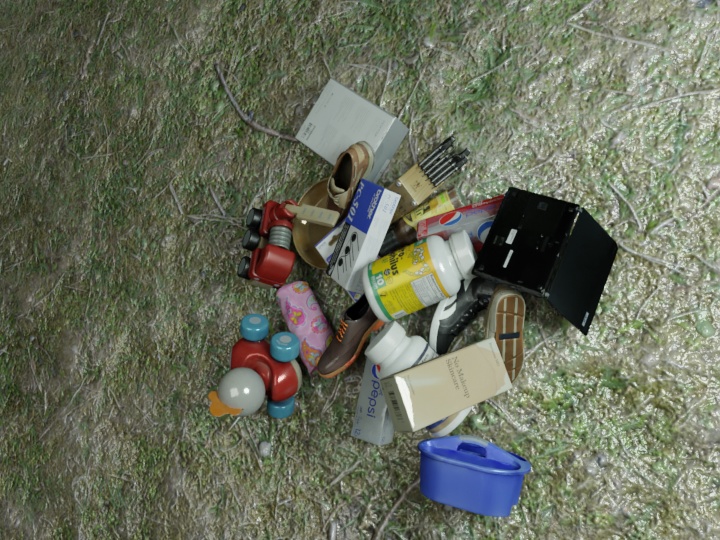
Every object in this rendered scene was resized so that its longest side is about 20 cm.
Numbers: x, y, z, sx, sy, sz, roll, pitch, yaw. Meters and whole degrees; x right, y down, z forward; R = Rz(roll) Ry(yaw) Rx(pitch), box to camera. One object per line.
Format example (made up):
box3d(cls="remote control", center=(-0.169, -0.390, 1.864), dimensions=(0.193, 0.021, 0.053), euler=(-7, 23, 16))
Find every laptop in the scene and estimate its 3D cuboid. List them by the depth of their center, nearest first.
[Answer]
box3d(cls="laptop", center=(0.316, -0.020, 0.972), dimensions=(0.197, 0.104, 0.179), euler=(20, 72, 26))

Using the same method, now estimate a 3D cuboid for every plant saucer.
box3d(cls="plant saucer", center=(-0.059, -0.101, 1.251), dimensions=(0.196, 0.035, 0.205), euler=(-4, 81, 26))

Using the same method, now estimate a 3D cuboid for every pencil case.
box3d(cls="pencil case", center=(-0.111, 0.120, 1.220), dimensions=(0.087, 0.087, 0.202), euler=(-37, 67, 17))

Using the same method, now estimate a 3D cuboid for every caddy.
box3d(cls="caddy", center=(0.192, 0.340, 0.991), dimensions=(0.196, 0.141, 0.107), euler=(5, 87, 27))

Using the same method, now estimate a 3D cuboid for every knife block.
box3d(cls="knife block", center=(0.127, -0.186, 1.150), dimensions=(0.175, 0.200, 0.064), euler=(-41, 95, -28))

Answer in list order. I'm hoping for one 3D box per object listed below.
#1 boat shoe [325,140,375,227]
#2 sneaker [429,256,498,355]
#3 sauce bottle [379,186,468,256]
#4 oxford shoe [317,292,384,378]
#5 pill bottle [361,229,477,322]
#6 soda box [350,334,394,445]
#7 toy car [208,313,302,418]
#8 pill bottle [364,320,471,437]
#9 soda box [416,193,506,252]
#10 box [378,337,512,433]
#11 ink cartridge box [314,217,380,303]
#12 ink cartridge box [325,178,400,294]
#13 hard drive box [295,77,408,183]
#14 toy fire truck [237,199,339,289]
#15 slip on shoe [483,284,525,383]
box3d(cls="boat shoe", center=(-0.038, -0.170, 1.155), dimensions=(0.076, 0.071, 0.202), euler=(41, 130, 23))
box3d(cls="sneaker", center=(0.205, 0.075, 1.063), dimensions=(0.110, 0.073, 0.204), euler=(18, 89, 30))
box3d(cls="sauce bottle", center=(0.119, -0.092, 1.140), dimensions=(0.198, 0.064, 0.066), euler=(-30, 70, 19))
box3d(cls="oxford shoe", center=(-0.026, 0.118, 1.114), dimensions=(0.201, 0.072, 0.071), euler=(-52, 44, -2))
box3d(cls="pill bottle", center=(0.110, 0.006, 1.024), dimensions=(0.197, 0.112, 0.115), euler=(-23, 72, 18))
box3d(cls="soda box", center=(0.042, 0.234, 1.129), dimensions=(0.067, 0.063, 0.204), euler=(9, 86, 29))
box3d(cls="toy car", center=(-0.237, 0.225, 1.167), dimensions=(0.175, 0.199, 0.188), euler=(26, 122, 28))
box3d(cls="pill bottle", center=(0.103, 0.192, 1.037), dimensions=(0.200, 0.111, 0.111), euler=(45, 104, -2))
box3d(cls="soda box", center=(0.206, -0.077, 1.065), dimensions=(0.196, 0.071, 0.064), euler=(-16, 33, 17))
box3d(cls="box", center=(0.140, 0.188, 0.947), dimensions=(0.197, 0.078, 0.097), euler=(-18, 81, -23))
box3d(cls="ink cartridge box", center=(0.000, 0.000, 1.176), dimensions=(0.094, 0.037, 0.201), euler=(-38, 84, 15))
box3d(cls="ink cartridge box", center=(0.002, -0.067, 1.108), dimensions=(0.094, 0.044, 0.203), euler=(35, 105, 55))
box3d(cls="hard drive box", center=(-0.021, -0.295, 1.239), dimensions=(0.199, 0.076, 0.157), euler=(39, 101, 27))
box3d(cls="toy fire truck", center=(-0.149, -0.065, 1.182), dimensions=(0.199, 0.127, 0.180), euler=(-27, 51, 52))
box3d(cls="slip on shoe", center=(0.250, 0.119, 1.020), dimensions=(0.074, 0.061, 0.204), euler=(-4, 114, -2))
